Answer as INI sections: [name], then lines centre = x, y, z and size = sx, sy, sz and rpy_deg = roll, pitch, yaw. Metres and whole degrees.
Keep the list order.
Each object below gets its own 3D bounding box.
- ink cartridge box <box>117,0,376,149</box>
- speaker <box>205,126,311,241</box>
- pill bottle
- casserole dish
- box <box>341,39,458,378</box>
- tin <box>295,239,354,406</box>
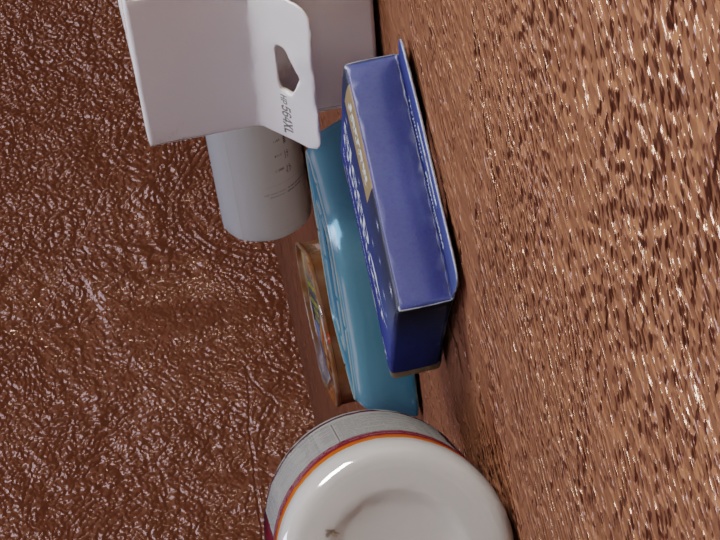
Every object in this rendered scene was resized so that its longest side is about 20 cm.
[ink cartridge box]
centre = -0.067, -0.169, 1.431
size = 0.129, 0.125, 0.201
rpy_deg = 84, 174, -56
[speaker]
centre = -0.091, -0.123, 2.326
size = 0.081, 0.081, 0.201
rpy_deg = -106, 5, -50
[pill bottle]
centre = 0.009, 0.124, 1.334
size = 0.200, 0.109, 0.110
rpy_deg = -149, 47, -85
[casserole dish]
centre = 0.000, 0.000, 1.641
size = 0.121, 0.039, 0.201
rpy_deg = -107, 7, -47
[box]
centre = 0.017, -0.027, 1.344
size = 0.200, 0.032, 0.122
rpy_deg = 98, 160, -77
[tin]
centre = -0.017, 0.033, 2.014
size = 0.200, 0.042, 0.113
rpy_deg = -130, 24, -82
